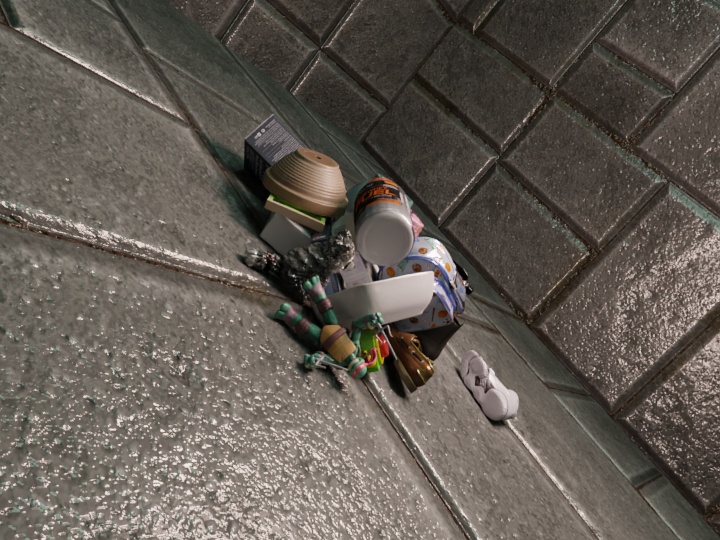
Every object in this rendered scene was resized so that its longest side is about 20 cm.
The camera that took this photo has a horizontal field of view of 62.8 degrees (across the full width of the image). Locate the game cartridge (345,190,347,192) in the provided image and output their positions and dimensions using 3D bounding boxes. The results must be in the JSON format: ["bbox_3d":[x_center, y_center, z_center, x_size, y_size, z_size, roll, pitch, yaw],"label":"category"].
[{"bbox_3d":[-0.088,-0.161,1.548,0.040,0.135,0.200,35,14,9],"label":"game cartridge"}]

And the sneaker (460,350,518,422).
[{"bbox_3d":[0.329,0.299,1.494,0.114,0.075,0.202,30,24,-42],"label":"sneaker"}]

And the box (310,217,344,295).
[{"bbox_3d":[-0.068,-0.030,1.280,0.201,0.037,0.140,-90,167,-71],"label":"box"}]

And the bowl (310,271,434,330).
[{"bbox_3d":[0.028,0.065,1.101,0.196,0.198,0.077,-11,85,-39],"label":"bowl"}]

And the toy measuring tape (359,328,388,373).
[{"bbox_3d":[0.021,0.135,1.130,0.073,0.074,0.200,41,11,-3],"label":"toy measuring tape"}]

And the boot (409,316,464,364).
[{"bbox_3d":[0.139,0.108,1.385,0.200,0.139,0.077,47,16,20],"label":"boot"}]

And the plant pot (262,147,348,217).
[{"bbox_3d":[-0.109,-0.204,1.288,0.196,0.095,0.202,20,20,-8],"label":"plant pot"}]

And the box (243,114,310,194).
[{"bbox_3d":[-0.188,-0.255,1.475,0.200,0.107,0.149,43,-21,4],"label":"box"}]

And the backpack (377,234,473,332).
[{"bbox_3d":[0.122,0.028,1.265,0.193,0.195,0.156,62,25,-28],"label":"backpack"}]

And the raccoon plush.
[{"bbox_3d":[-0.099,-0.028,1.088,0.197,0.135,0.098,13,37,-38],"label":"raccoon plush"}]

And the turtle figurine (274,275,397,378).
[{"bbox_3d":[-0.043,0.114,0.974,0.200,0.149,0.101,44,-28,17],"label":"turtle figurine"}]

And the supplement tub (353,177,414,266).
[{"bbox_3d":[0.046,-0.108,1.220,0.122,0.123,0.202,36,23,-20],"label":"supplement tub"}]

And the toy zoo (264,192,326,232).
[{"bbox_3d":[-0.133,-0.144,1.287,0.128,0.021,0.201,23,19,-7],"label":"toy zoo"}]

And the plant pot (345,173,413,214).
[{"bbox_3d":[0.051,-0.158,1.502,0.199,0.135,0.201,37,13,-10],"label":"plant pot"}]

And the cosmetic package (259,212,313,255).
[{"bbox_3d":[-0.154,-0.100,1.323,0.101,0.071,0.201,39,16,-14],"label":"cosmetic package"}]

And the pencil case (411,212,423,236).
[{"bbox_3d":[0.095,-0.079,1.670,0.086,0.201,0.083,39,13,2],"label":"pencil case"}]

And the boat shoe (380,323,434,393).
[{"bbox_3d":[0.095,0.165,1.207,0.073,0.067,0.201,56,3,-37],"label":"boat shoe"}]

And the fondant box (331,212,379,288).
[{"bbox_3d":[0.000,0.000,1.281,0.146,0.057,0.202,-96,163,-53],"label":"fondant box"}]
